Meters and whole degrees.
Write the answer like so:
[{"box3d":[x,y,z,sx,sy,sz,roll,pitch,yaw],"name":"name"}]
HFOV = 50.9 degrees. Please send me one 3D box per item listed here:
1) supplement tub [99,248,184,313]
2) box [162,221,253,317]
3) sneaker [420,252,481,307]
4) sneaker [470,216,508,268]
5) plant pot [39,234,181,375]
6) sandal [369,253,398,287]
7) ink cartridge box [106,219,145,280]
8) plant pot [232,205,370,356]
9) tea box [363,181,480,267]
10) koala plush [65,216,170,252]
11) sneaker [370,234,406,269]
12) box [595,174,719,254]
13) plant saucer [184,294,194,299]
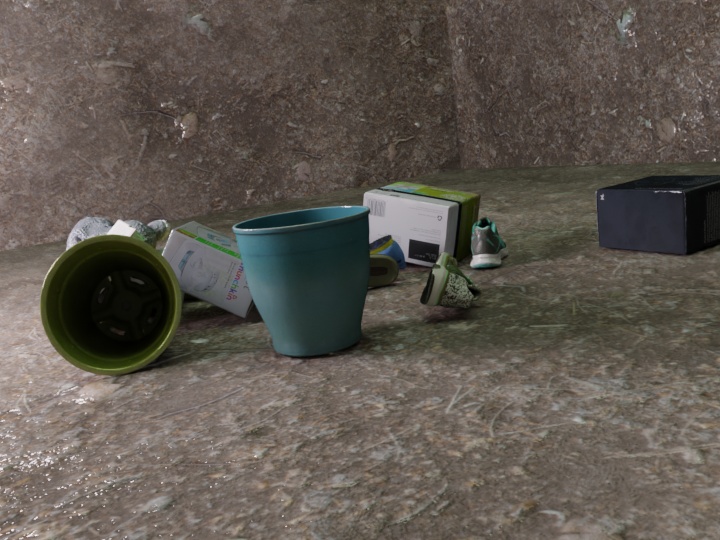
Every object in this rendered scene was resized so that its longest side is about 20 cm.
[{"box3d":[-0.452,0.028,1.469,0.197,0.125,0.123,-6,11,8],"name":"supplement tub"},{"box3d":[-0.259,-0.004,1.375,0.174,0.098,0.200,23,7,-4],"name":"box"},{"box3d":[0.152,0.029,1.227,0.088,0.078,0.200,23,16,7],"name":"sneaker"},{"box3d":[0.263,-0.067,1.558,0.076,0.093,0.200,-4,11,11],"name":"sneaker"},{"box3d":[-0.376,0.053,1.180,0.197,0.203,0.190,-9,-1,-12],"name":"plant pot"},{"box3d":[-0.020,0.009,1.410,0.198,0.081,0.057,-9,24,-12],"name":"sandal"},{"box3d":[-0.459,0.007,1.333,0.201,0.045,0.176,-53,28,-10],"name":"ink cartridge box"},{"box3d":[-0.073,0.016,1.093,0.197,0.191,0.200,-7,10,1],"name":"plant pot"},{"box3d":[0.131,-0.103,1.629,0.197,0.136,0.196,12,18,25],"name":"tea box"},{"box3d":[-0.525,-0.051,1.656,0.198,0.186,0.177,-19,4,32],"name":"koala plush"},{"box3d":[0.000,0.000,1.510,0.198,0.079,0.066,-22,20,29],"name":"sneaker"},{"box3d":[0.606,-0.115,1.491,0.194,0.126,0.199,-12,12,-33],"name":"box"},{"box3d":[-0.384,0.025,1.637,0.197,0.049,0.200,-5,10,14],"name":"plant saucer"}]
